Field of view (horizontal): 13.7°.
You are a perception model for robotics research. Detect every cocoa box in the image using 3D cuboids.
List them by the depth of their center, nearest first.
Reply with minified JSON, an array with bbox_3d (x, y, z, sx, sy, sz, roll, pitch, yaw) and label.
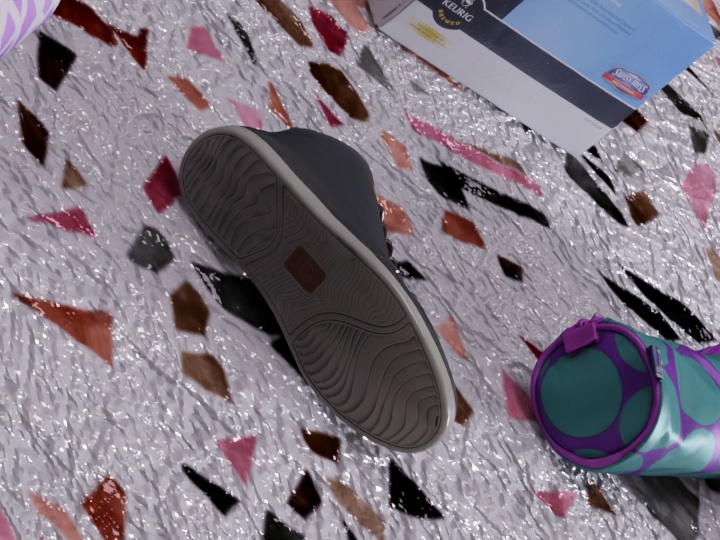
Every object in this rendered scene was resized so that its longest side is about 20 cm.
[{"bbox_3d":[0.110,-0.194,1.938,0.200,0.131,0.134,30,32,-37],"label":"cocoa box"}]

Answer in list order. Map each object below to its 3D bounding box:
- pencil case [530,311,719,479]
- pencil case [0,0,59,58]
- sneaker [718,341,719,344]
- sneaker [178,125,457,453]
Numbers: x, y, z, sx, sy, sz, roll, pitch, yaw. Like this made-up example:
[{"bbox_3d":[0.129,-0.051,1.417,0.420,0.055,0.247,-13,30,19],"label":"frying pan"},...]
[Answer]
[{"bbox_3d":[0.185,0.076,1.751,0.200,0.085,0.093,11,71,-55],"label":"pencil case"},{"bbox_3d":[-0.201,-0.122,1.379,0.084,0.085,0.200,49,24,-7],"label":"pencil case"},{"bbox_3d":[0.269,0.116,1.862,0.075,0.080,0.200,54,19,-50],"label":"sneaker"},{"bbox_3d":[0.000,0.000,1.556,0.200,0.075,0.106,54,27,10],"label":"sneaker"}]
